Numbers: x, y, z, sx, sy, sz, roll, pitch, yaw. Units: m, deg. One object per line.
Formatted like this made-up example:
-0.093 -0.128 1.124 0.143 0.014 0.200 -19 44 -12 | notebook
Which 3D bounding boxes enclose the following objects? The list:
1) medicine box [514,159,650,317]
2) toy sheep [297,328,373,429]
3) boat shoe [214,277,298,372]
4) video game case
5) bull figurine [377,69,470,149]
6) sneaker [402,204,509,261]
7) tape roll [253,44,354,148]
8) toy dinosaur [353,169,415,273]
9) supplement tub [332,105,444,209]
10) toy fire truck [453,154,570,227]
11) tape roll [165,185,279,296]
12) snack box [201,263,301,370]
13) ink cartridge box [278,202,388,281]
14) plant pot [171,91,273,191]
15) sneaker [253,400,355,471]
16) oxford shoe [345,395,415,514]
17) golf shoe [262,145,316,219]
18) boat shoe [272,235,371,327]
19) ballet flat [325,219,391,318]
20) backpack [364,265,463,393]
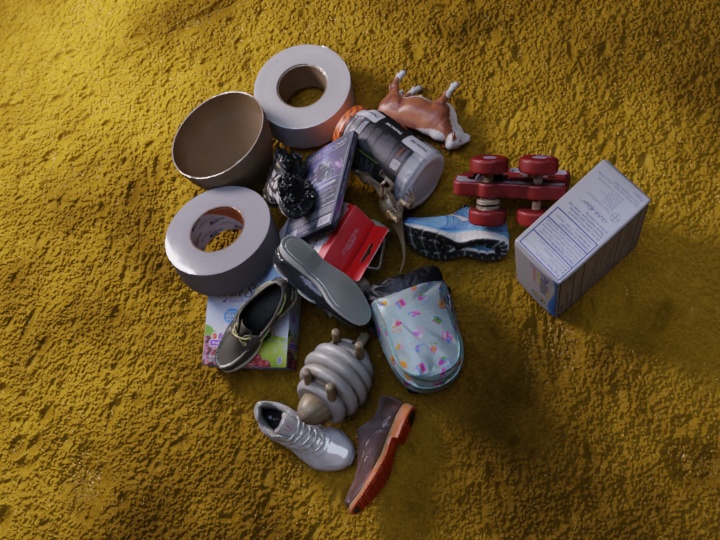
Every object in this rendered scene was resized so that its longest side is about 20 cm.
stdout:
0.357 -0.046 1.230 0.199 0.182 0.103 -40 66 -3 | medicine box
-0.039 0.179 1.275 0.137 0.139 0.200 30 59 22 | toy sheep
-0.189 0.093 1.299 0.072 0.060 0.202 43 97 14 | boat shoe
-0.072 -0.144 1.352 0.142 0.019 0.203 -21 47 45 | video game case
0.128 -0.307 1.450 0.197 0.065 0.123 20 72 18 | bull figurine
0.172 -0.072 1.360 0.196 0.079 0.091 7 53 13 | sneaker
-0.110 -0.350 1.510 0.198 0.071 0.206 -3 66 7 | tape roll
0.060 -0.105 1.339 0.057 0.101 0.203 -24 85 -21 | toy dinosaur
0.049 -0.215 1.404 0.199 0.123 0.123 39 83 22 | supplement tub
0.265 -0.150 1.314 0.196 0.168 0.115 3 108 14 | toy fire truck
-0.247 -0.055 1.357 0.196 0.067 0.203 -7 54 9 | tape roll
-0.195 0.076 1.376 0.165 0.068 0.205 -1 78 14 | snack box
-0.055 -0.063 1.361 0.198 0.067 0.117 19 74 48 | ink cartridge box
-0.248 -0.225 1.467 0.196 0.135 0.204 -11 58 17 | plant pot
-0.103 0.279 1.273 0.197 0.100 0.079 19 75 20 | sneaker
0.019 0.305 1.254 0.072 0.072 0.202 21 67 23 | oxford shoe
-0.132 -0.136 1.359 0.095 0.077 0.202 -58 24 29 | golf shoe
-0.066 0.027 1.277 0.200 0.060 0.075 46 45 7 | boat shoe
0.000 0.000 1.370 0.061 0.068 0.203 21 77 10 | ballet flat
0.095 0.106 1.273 0.164 0.127 0.203 -19 70 3 | backpack
